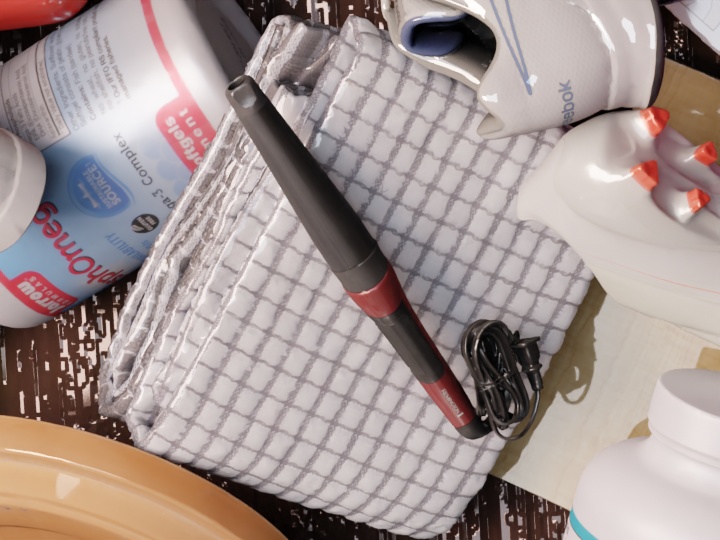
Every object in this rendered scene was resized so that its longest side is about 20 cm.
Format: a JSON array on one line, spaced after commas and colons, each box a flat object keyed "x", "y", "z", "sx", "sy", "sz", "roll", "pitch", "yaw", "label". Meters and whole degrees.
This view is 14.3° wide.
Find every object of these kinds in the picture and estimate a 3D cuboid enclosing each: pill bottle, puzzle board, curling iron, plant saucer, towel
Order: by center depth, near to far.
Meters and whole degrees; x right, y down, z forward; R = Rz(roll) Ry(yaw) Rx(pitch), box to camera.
[{"x": 0.008, "y": -0.004, "z": 1.155, "sx": 0.200, "sy": 0.026, "sz": 0.050, "roll": 47, "pitch": 66, "yaw": -25, "label": "curling iron"}, {"x": 0.132, "y": 0.146, "z": 1.195, "sx": 0.111, "sy": 0.111, "sz": 0.200, "roll": 18, "pitch": 107, "yaw": 13, "label": "pill bottle"}, {"x": 0.000, "y": 0.000, "z": 1.214, "sx": 0.165, "sy": 0.086, "sz": 0.200, "roll": 21, "pitch": 100, "yaw": -30, "label": "towel"}, {"x": -0.118, "y": 0.126, "z": 1.238, "sx": 0.200, "sy": 0.200, "sz": 0.032, "roll": 10, "pitch": 61, "yaw": 14, "label": "plant saucer"}, {"x": 0.158, "y": 0.027, "z": 1.246, "sx": 0.150, "sy": 0.017, "sz": 0.200, "roll": 25, "pitch": 99, "yaw": 11, "label": "puzzle board"}, {"x": -0.132, "y": -0.043, "z": 1.271, "sx": 0.200, "sy": 0.109, "sz": 0.109, "roll": -31, "pitch": 85, "yaw": 15, "label": "pill bottle"}]

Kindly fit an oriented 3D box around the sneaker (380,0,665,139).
[{"x": 0.040, "y": -0.131, "z": 1.151, "sx": 0.087, "sy": 0.075, "sz": 0.200, "roll": -23, "pitch": 52, "yaw": -19, "label": "sneaker"}]

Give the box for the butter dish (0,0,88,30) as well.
[{"x": -0.146, "y": -0.180, "z": 1.249, "sx": 0.147, "sy": 0.199, "sz": 0.200, "roll": 4, "pitch": 94, "yaw": -8, "label": "butter dish"}]

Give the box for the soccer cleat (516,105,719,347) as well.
[{"x": 0.154, "y": 0.003, "z": 1.187, "sx": 0.200, "sy": 0.069, "sz": 0.078, "roll": 36, "pitch": 141, "yaw": -21, "label": "soccer cleat"}]

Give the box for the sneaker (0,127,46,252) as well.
[{"x": -0.219, "y": -0.055, "z": 1.209, "sx": 0.200, "sy": 0.085, "sz": 0.073, "roll": 6, "pitch": 76, "yaw": 49, "label": "sneaker"}]

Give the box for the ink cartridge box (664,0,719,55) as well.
[{"x": 0.150, "y": -0.201, "z": 1.228, "sx": 0.200, "sy": 0.057, "sz": 0.163, "roll": 41, "pitch": 102, "yaw": -2, "label": "ink cartridge box"}]

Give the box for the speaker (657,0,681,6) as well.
[{"x": 0.097, "y": -0.204, "z": 1.172, "sx": 0.081, "sy": 0.081, "sz": 0.200, "roll": -22, "pitch": 93, "yaw": 15, "label": "speaker"}]
